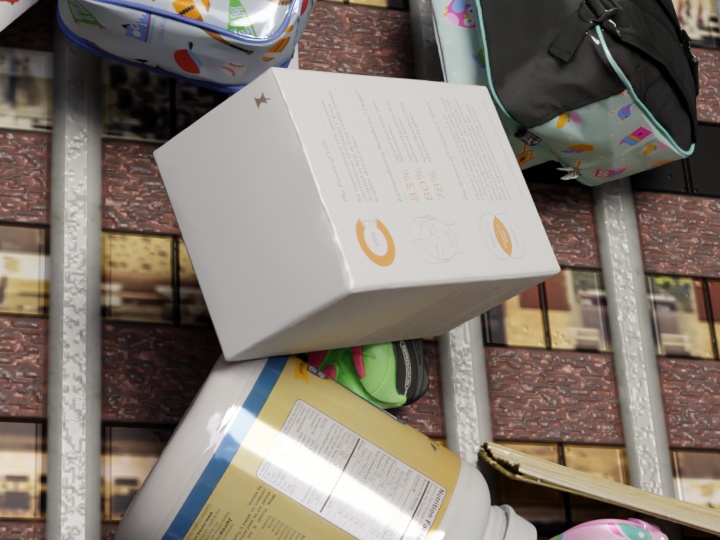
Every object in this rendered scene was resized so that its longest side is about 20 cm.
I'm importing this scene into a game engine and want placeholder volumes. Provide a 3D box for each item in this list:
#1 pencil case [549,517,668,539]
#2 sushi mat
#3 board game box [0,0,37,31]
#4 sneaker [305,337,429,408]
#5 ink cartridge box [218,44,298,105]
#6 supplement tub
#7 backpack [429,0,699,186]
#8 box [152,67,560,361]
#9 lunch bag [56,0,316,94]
[{"bbox_3d":[0.158,0.246,0.982,0.087,0.087,0.201,1,63,-19],"label":"pencil case"},{"bbox_3d":[0.172,0.141,1.037,0.199,0.096,0.012,17,92,-11],"label":"sushi mat"},{"bbox_3d":[-0.241,-0.205,1.056,0.126,0.035,0.200,26,56,27],"label":"board game box"},{"bbox_3d":[0.000,0.000,1.064,0.084,0.077,0.201,26,48,-44],"label":"sneaker"},{"bbox_3d":[-0.061,-0.044,1.038,0.037,0.095,0.201,3,65,-18],"label":"ink cartridge box"},{"bbox_3d":[-0.019,0.142,0.937,0.199,0.145,0.145,32,59,-3],"label":"supplement tub"},{"bbox_3d":[0.137,-0.145,1.115,0.200,0.153,0.177,22,50,-52],"label":"backpack"},{"bbox_3d":[0.002,-0.031,0.939,0.200,0.097,0.125,-3,68,-53],"label":"box"},{"bbox_3d":[-0.095,-0.211,1.018,0.159,0.076,0.201,15,63,2],"label":"lunch bag"}]
